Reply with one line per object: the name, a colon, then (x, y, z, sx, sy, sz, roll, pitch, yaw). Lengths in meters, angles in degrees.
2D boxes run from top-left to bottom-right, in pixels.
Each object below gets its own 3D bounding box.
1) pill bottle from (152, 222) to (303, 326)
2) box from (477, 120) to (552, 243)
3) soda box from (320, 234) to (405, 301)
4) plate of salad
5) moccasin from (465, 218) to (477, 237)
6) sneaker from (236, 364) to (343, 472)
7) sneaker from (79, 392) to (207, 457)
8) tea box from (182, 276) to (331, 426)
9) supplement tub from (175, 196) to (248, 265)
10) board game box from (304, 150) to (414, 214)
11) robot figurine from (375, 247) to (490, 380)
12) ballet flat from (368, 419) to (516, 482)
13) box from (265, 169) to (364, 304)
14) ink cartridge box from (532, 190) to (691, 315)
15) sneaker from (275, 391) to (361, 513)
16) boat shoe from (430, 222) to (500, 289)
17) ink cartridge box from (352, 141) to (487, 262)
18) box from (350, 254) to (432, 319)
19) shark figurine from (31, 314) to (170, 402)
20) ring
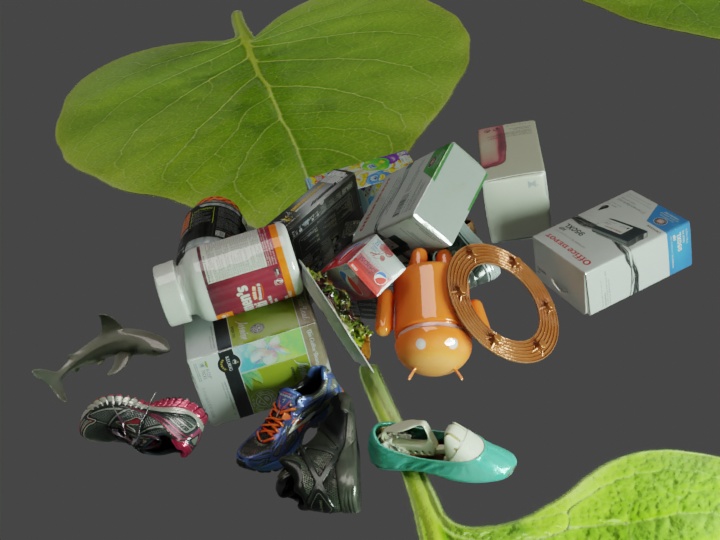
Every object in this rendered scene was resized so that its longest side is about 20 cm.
pill bottle: (-0.190, 0.009, 1.429, 0.198, 0.110, 0.110, -17, 32, -5)
box: (0.270, -0.158, 1.742, 0.108, 0.129, 0.201, -8, 32, 10)
soda box: (0.000, 0.000, 1.481, 0.063, 0.070, 0.200, -44, 6, -13)
plate of salad: (-0.028, 0.062, 1.453, 0.048, 0.201, 0.200, -34, 35, -2)
moccasin: (0.101, -0.064, 1.708, 0.200, 0.078, 0.074, 4, 36, 26)
sneaker: (-0.104, 0.203, 1.380, 0.075, 0.079, 0.200, 13, 41, 37)
sneaker: (-0.322, 0.228, 1.428, 0.198, 0.081, 0.075, -5, 45, 21)
tea box: (-0.161, 0.102, 1.505, 0.195, 0.134, 0.200, -17, 33, -3)
supplement tub: (-0.264, -0.044, 1.777, 0.121, 0.123, 0.201, -11, 33, 4)
board game box: (0.010, -0.132, 1.822, 0.198, 0.106, 0.103, -16, 32, -5)
robot figurine: (0.107, 0.067, 1.442, 0.116, 0.143, 0.201, -26, 52, 38)
ballet flat: (0.099, 0.228, 1.272, 0.198, 0.071, 0.067, 1, 35, 22)
box: (-0.068, -0.056, 1.686, 0.048, 0.159, 0.200, 14, 42, 34)
ink cartridge box: (0.390, -0.031, 1.542, 0.199, 0.085, 0.145, -25, 34, -15)
sneaker: (-0.056, 0.238, 1.311, 0.113, 0.077, 0.200, -4, 39, 4)
boat shoe: (0.142, -0.037, 1.563, 0.071, 0.072, 0.200, -26, 33, -12)
ink cartridge box: (0.089, -0.098, 1.553, 0.200, 0.083, 0.147, -19, 39, 60)
box: (0.077, 0.017, 1.621, 0.198, 0.050, 0.158, 2, 36, 24)
shark figurine: (-0.431, 0.121, 1.626, 0.213, 0.090, 0.128, -20, 32, -13)
ring: (0.211, 0.042, 1.435, 0.199, 0.019, 0.202, 19, 50, -23)
